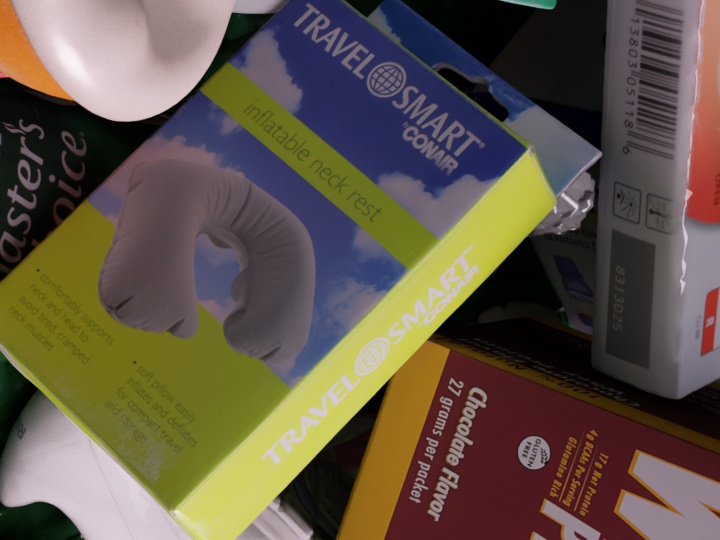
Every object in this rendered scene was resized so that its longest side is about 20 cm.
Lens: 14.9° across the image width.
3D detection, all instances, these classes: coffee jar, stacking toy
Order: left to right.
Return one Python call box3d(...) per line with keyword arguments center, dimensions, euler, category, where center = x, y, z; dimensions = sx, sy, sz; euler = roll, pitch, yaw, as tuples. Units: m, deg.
box3d(center=(-0.152, -0.118, 0.928), dimensions=(0.146, 0.199, 0.147), euler=(-3, 90, -65), category="stacking toy")
box3d(center=(-0.134, -0.023, 1.036), dimensions=(0.199, 0.085, 0.105), euler=(14, 90, -36), category="coffee jar")

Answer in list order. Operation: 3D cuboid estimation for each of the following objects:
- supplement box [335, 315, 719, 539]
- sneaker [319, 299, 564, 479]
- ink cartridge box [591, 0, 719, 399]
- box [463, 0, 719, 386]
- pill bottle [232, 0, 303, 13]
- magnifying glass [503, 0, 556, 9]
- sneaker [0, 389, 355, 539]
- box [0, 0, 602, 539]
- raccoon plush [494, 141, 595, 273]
box3d(center=(0.110, 0.114, 1.046), dimensions=(0.200, 0.196, 0.134), euler=(-3, 113, -74), category="supplement box")
box3d(center=(0.032, 0.099, 1.204), dimensions=(0.200, 0.088, 0.082), euler=(-41, 128, -7), category="sneaker")
box3d(center=(0.168, -0.056, 1.050), dimensions=(0.199, 0.050, 0.163), euler=(-20, 120, -40), category="ink cartridge box")
box3d(center=(0.163, -0.057, 1.167), dimensions=(0.184, 0.104, 0.201), euler=(-50, 132, -26), category="box")
box3d(center=(-0.039, -0.201, 0.994), dimensions=(0.110, 0.111, 0.201), euler=(-6, 116, -29), category="pill bottle")
box3d(center=(0.028, -0.119, 1.029), dimensions=(0.079, 0.200, 0.023), euler=(13, 100, -7), category="magnifying glass")
box3d(center=(-0.061, 0.106, 1.144), dimensions=(0.199, 0.075, 0.087), euler=(36, 109, -9), category="sneaker")
box3d(center=(-0.026, -0.012, 0.975), dimensions=(0.200, 0.122, 0.048), euler=(-45, 149, -8), category="box")
box3d(center=(0.000, 0.000, 1.072), dimensions=(0.097, 0.200, 0.134), euler=(36, 82, -8), category="raccoon plush")
